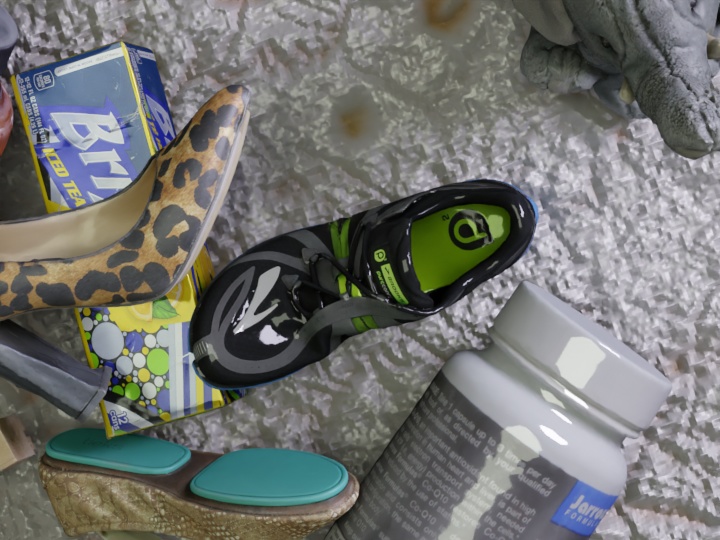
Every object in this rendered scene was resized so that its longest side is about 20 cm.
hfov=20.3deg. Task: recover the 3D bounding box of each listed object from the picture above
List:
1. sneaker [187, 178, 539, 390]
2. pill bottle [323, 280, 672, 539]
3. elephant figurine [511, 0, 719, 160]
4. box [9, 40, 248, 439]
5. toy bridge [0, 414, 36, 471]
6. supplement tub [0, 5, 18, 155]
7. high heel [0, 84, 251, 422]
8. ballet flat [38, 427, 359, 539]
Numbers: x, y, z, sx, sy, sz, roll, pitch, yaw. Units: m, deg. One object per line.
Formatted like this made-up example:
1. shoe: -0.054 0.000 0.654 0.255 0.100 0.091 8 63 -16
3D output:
1. sneaker: 0.000 0.000 1.041 0.198 0.083 0.071 -23 88 -6
2. pill bottle: 0.066 0.113 1.036 0.113 0.114 0.201 35 97 6
3. elephant figurine: 0.132 -0.145 0.973 0.154 0.200 0.143 26 96 8
4. box: -0.124 -0.017 1.088 0.069 0.064 0.202 -16 90 9
5. toy bridge: -0.264 0.140 1.115 0.199 0.067 0.027 -33 87 10
6. supplement tub: -0.249 -0.056 1.061 0.106 0.107 0.201 34 115 7
7. high heel: -0.152 -0.033 1.008 0.142 0.071 0.201 30 104 -13
8. ballet flat: -0.084 0.127 1.072 0.198 0.070 0.066 6 112 33
